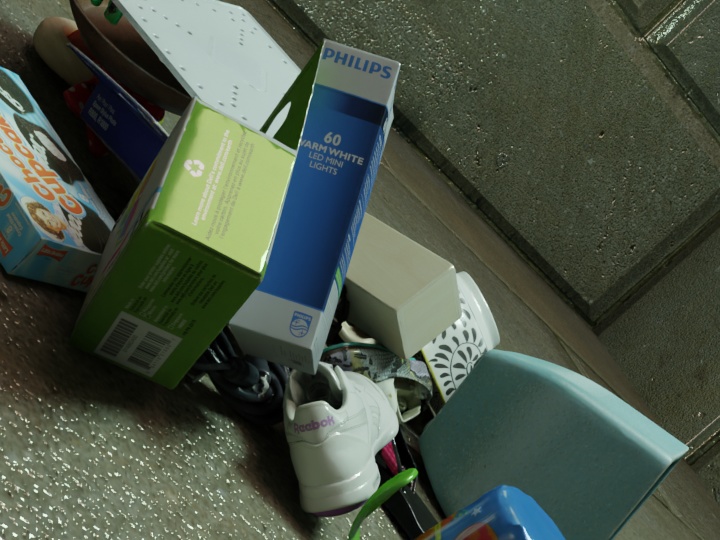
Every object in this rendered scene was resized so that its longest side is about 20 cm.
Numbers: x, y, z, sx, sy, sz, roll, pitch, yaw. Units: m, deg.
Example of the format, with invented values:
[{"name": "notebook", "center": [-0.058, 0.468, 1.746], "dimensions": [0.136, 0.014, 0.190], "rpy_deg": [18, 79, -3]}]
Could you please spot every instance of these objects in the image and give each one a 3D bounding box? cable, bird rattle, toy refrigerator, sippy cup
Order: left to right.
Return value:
[{"name": "bird rattle", "center": [-0.238, -0.174, 1.082], "dimensions": [0.162, 0.113, 0.200], "rpy_deg": [37, 24, 5]}, {"name": "cable", "center": [-0.114, 0.026, 0.894], "dimensions": [0.163, 0.051, 0.201], "rpy_deg": [33, 18, -53]}, {"name": "toy refrigerator", "center": [0.000, 0.000, 1.098], "dimensions": [0.199, 0.076, 0.071], "rpy_deg": [32, -33, 41]}, {"name": "sippy cup", "center": [0.082, 0.220, 0.778], "dimensions": [0.178, 0.130, 0.140], "rpy_deg": [41, 13, -31]}]

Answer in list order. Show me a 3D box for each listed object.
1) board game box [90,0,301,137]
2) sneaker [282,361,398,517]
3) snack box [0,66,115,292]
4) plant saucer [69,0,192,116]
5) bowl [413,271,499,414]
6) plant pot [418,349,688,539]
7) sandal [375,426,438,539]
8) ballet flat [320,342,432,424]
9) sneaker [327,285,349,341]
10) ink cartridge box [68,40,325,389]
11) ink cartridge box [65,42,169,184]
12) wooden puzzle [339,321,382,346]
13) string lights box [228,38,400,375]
[{"name": "board game box", "center": [-0.111, -0.168, 0.991], "dimensions": [0.201, 0.026, 0.199], "rpy_deg": [50, 26, 21]}, {"name": "sneaker", "center": [-0.016, 0.103, 0.877], "dimensions": [0.200, 0.074, 0.101], "rpy_deg": [-84, 159, -76]}, {"name": "snack box", "center": [-0.237, -0.072, 0.793], "dimensions": [0.201, 0.037, 0.116], "rpy_deg": [53, 13, 22]}, {"name": "plant saucer", "center": [-0.175, -0.193, 1.016], "dimensions": [0.199, 0.037, 0.201], "rpy_deg": [33, 24, -16]}, {"name": "bowl", "center": [0.091, 0.061, 1.264], "dimensions": [0.203, 0.093, 0.201], "rpy_deg": [63, -6, 11]}, {"name": "plant pot", "center": [0.171, 0.184, 1.117], "dimensions": [0.199, 0.197, 0.195], "rpy_deg": [41, 9, 18]}, {"name": "sandal", "center": [0.025, 0.159, 0.986], "dimensions": [0.201, 0.045, 0.075], "rpy_deg": [52, 12, 17]}, {"name": "ballet flat", "center": [0.022, 0.111, 1.094], "dimensions": [0.072, 0.072, 0.200], "rpy_deg": [52, 13, 23]}, {"name": "sneaker", "center": [-0.078, -0.029, 1.026], "dimensions": [0.074, 0.078, 0.203], "rpy_deg": [-35, 116, -45]}, {"name": "ink cartridge box", "center": [-0.101, -0.051, 0.731], "dimensions": [0.075, 0.148, 0.202], "rpy_deg": [25, 50, -17]}, {"name": "ink cartridge box", "center": [-0.154, -0.073, 0.927], "dimensions": [0.196, 0.043, 0.200], "rpy_deg": [40, -6, 49]}, {"name": "wooden puzzle", "center": [-0.036, 0.005, 1.264], "dimensions": [0.201, 0.037, 0.185], "rpy_deg": [50, 7, 10]}, {"name": "string lights box", "center": [-0.028, -0.040, 0.791], "dimensions": [0.058, 0.203, 0.103], "rpy_deg": [16, -14, 3]}]
